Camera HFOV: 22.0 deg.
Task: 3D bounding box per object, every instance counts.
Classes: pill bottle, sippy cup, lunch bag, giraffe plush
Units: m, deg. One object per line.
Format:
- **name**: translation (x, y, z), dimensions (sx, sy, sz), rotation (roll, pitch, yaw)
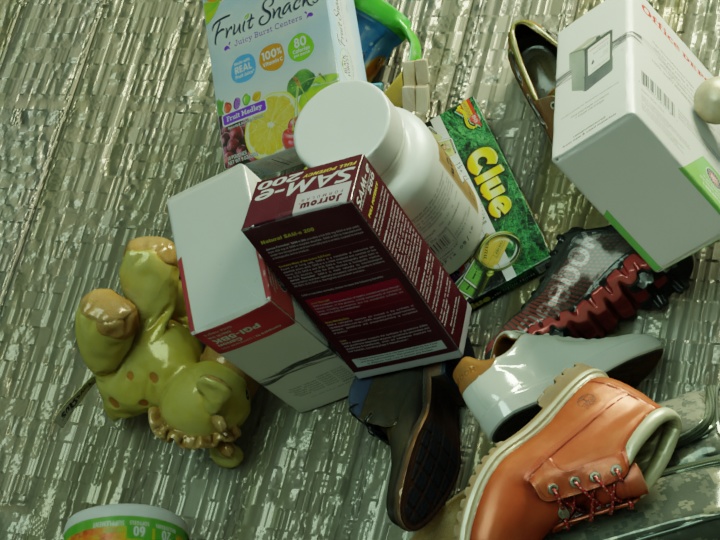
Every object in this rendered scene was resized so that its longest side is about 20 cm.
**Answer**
- **pill bottle**: translation (0.022, -0.078, 1.615), dimensions (0.114, 0.200, 0.114), rotation (-11, 60, 20)
- **sippy cup**: translation (-0.039, -0.211, 1.792), dimensions (0.130, 0.140, 0.178), rotation (-62, 31, -1)
- **lunch bag**: translation (0.216, 0.185, 1.459), dimensions (0.200, 0.139, 0.168), rotation (-18, 41, 15)
- **giraffe plush**: translation (-0.162, 0.090, 1.680), dimensions (0.162, 0.173, 0.200), rotation (27, 87, 26)
- **pill bottle**: translation (-0.205, 0.313, 1.602), dimensions (0.111, 0.111, 0.200), rotation (-13, 60, 19)

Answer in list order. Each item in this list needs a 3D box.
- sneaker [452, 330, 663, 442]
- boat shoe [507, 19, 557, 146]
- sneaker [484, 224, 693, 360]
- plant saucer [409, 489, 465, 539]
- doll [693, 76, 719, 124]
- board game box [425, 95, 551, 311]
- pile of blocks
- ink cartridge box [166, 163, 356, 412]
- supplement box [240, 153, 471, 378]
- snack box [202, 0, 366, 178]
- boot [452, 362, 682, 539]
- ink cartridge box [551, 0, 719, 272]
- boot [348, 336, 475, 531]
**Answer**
- **sneaker**: translation (0.163, 0.072, 1.515), dimensions (0.085, 0.200, 0.073), rotation (53, 137, 28)
- **boat shoe**: translation (0.189, -0.148, 1.679), dimensions (0.072, 0.068, 0.200), rotation (-37, 56, 2)
- **sneaker**: translation (0.184, 0.020, 1.593), dimensions (0.200, 0.071, 0.098), rotation (-35, 55, 3)
- **plant saucer**: translation (0.063, 0.266, 1.490), dimensions (0.200, 0.035, 0.200), rotation (-51, 14, 17)
- **doll**: translation (0.374, -0.134, 1.533), dimensions (0.200, 0.048, 0.137), rotation (5, 61, -9)
- **board game box**: translation (0.098, -0.061, 1.706), dimensions (0.105, 0.023, 0.200), rotation (-29, 56, 7)
- **pile of blocks**: translation (-0.006, -0.118, 1.715), dimensions (0.082, 0.062, 0.200), rotation (34, 100, -2)
- **ink cartridge box**: translation (-0.078, 0.021, 1.640), dimensions (0.083, 0.200, 0.147), rotation (-24, 56, 17)
- **supplement box**: translation (0.000, 0.000, 1.555), dimensions (0.109, 0.200, 0.061), rotation (-13, 43, 28)
- **snack box**: translation (-0.070, -0.200, 1.709), dimensions (0.142, 0.053, 0.200), rotation (-16, 74, 31)
- **boot**: translation (0.152, 0.159, 1.364), dimensions (0.107, 0.075, 0.200), rotation (22, 62, 40)
- **ink cartridge box**: translation (0.237, -0.121, 1.548), dimensions (0.084, 0.146, 0.200), rotation (-32, 28, 28)
- **boot**: translation (0.033, 0.143, 1.598), dimensions (0.097, 0.075, 0.200), rotation (-10, 43, 32)
